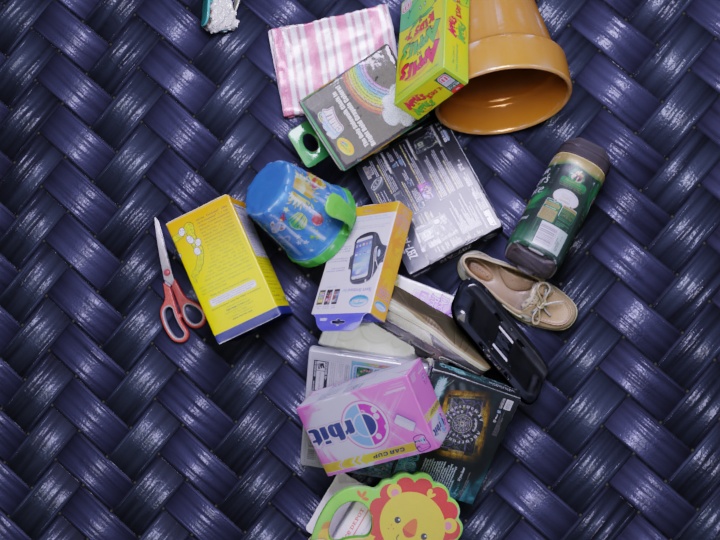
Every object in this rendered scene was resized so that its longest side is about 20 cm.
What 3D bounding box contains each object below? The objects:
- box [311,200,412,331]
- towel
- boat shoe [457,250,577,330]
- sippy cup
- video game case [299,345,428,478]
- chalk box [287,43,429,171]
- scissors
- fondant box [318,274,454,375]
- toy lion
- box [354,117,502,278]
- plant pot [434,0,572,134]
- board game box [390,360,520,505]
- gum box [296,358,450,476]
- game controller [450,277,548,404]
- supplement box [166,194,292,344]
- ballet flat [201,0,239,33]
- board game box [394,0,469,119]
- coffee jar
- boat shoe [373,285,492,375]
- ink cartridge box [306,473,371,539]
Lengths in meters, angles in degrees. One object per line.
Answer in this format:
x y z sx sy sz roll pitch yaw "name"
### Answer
0.000 0.000 1.273 0.119 0.041 0.201 -4 64 43 "box"
-0.039 -0.332 1.382 0.198 0.030 0.148 -11 88 5 "towel"
0.237 0.033 1.325 0.199 0.063 0.074 25 91 6 "boat shoe"
-0.097 -0.093 1.301 0.177 0.130 0.140 -32 45 26 "sippy cup"
0.004 0.220 1.329 0.181 0.024 0.202 8 110 6 "video game case"
-0.012 -0.235 1.316 0.199 0.124 0.125 -31 100 9 "chalk box"
-0.314 0.018 1.405 0.073 0.014 0.201 -28 87 6 "scissors"
0.053 0.081 1.345 0.199 0.058 0.145 21 90 5 "fondant box"
0.040 0.376 1.267 0.199 0.069 0.193 25 83 2 "toy lion"
0.103 -0.112 1.337 0.159 0.044 0.201 -28 76 4 "box"
0.199 -0.329 1.288 0.198 0.200 0.185 -6 72 5 "plant pot"
0.137 0.242 1.286 0.134 0.028 0.201 19 113 0 "board game box"
0.013 0.215 1.256 0.199 0.066 0.114 -20 98 26 "gum box"
0.206 0.104 1.289 0.200 0.104 0.042 49 135 -12 "game controller"
-0.200 0.000 1.347 0.109 0.109 0.201 -25 85 4 "supplement box"
-0.222 -0.477 1.396 0.071 0.072 0.202 1 90 6 "ballet flat"
0.101 -0.322 1.221 0.047 0.101 0.201 26 53 -30 "board game box"
0.292 -0.094 1.284 0.085 0.104 0.201 29 73 9 "coffee jar"
0.100 0.096 1.282 0.200 0.072 0.066 34 117 -2 "boat shoe"
0.023 0.409 1.327 0.199 0.067 0.117 30 92 3 "ink cartridge box"
